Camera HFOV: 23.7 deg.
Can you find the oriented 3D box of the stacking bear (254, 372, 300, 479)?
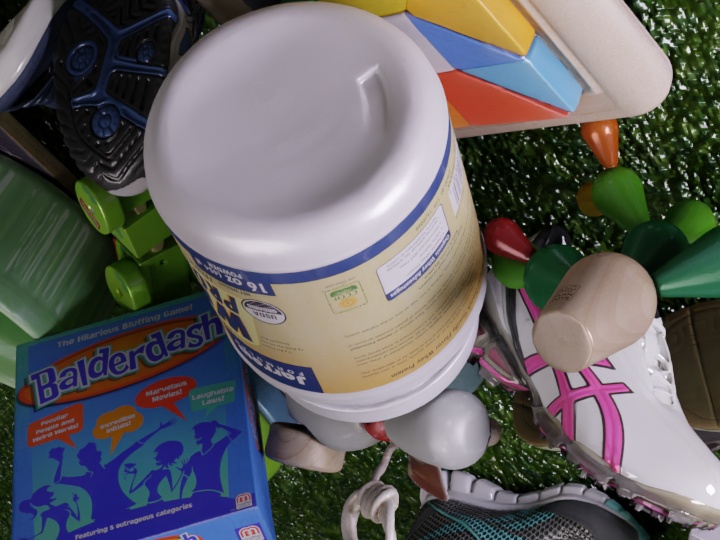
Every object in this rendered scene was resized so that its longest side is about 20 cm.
[{"bbox_3d":[-0.108,0.123,1.154,0.114,0.200,0.121,46,147,-12],"label":"stacking bear"}]

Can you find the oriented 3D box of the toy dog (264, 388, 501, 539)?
[{"bbox_3d":[0.022,0.085,1.005,0.200,0.096,0.132,43,120,51],"label":"toy dog"}]

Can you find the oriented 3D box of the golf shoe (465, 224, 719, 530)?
[{"bbox_3d":[0.127,0.052,0.891,0.073,0.092,0.200,20,-161,-47],"label":"golf shoe"}]

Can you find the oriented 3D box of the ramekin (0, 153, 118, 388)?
[{"bbox_3d":[-0.263,-0.004,1.213,0.200,0.098,0.200,26,157,11],"label":"ramekin"}]

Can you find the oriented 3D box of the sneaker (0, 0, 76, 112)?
[{"bbox_3d":[-0.157,-0.113,0.952,0.075,0.200,0.085,-42,101,18],"label":"sneaker"}]

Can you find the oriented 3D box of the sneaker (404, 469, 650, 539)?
[{"bbox_3d":[0.105,0.192,1.136,0.200,0.091,0.078,-3,131,45],"label":"sneaker"}]

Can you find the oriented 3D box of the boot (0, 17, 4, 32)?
[{"bbox_3d":[-0.262,-0.187,1.060,0.200,0.070,0.146,8,143,40],"label":"boot"}]

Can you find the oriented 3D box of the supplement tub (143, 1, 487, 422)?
[{"bbox_3d":[-0.014,-0.021,0.853,0.144,0.145,0.200,21,157,24],"label":"supplement tub"}]

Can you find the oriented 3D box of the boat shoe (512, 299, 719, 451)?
[{"bbox_3d":[0.180,0.065,0.938,0.200,0.072,0.066,-16,153,37],"label":"boat shoe"}]

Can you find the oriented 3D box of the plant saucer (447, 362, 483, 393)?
[{"bbox_3d":[0.000,0.000,1.051,0.201,0.039,0.201,26,146,19],"label":"plant saucer"}]

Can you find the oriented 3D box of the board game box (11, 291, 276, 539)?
[{"bbox_3d":[-0.138,0.106,1.062,0.152,0.200,0.045,-17,130,3],"label":"board game box"}]

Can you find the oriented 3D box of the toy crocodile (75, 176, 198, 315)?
[{"bbox_3d":[-0.145,-0.032,1.128,0.062,0.067,0.200,40,153,39],"label":"toy crocodile"}]

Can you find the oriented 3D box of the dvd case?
[{"bbox_3d":[-0.280,-0.114,1.132,0.148,0.016,0.200,24,169,21],"label":"dvd case"}]

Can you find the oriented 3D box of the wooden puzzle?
[{"bbox_3d":[0.023,-0.119,0.832,0.200,0.037,0.185,-8,140,41],"label":"wooden puzzle"}]

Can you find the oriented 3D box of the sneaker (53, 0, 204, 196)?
[{"bbox_3d":[-0.110,-0.122,0.890,0.076,0.201,0.077,-17,146,23],"label":"sneaker"}]

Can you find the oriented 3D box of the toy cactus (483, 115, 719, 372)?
[{"bbox_3d":[0.134,-0.008,0.812,0.199,0.165,0.103,6,115,33],"label":"toy cactus"}]

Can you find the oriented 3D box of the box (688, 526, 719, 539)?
[{"bbox_3d":[0.258,0.216,1.046,0.116,0.060,0.200,21,143,25],"label":"box"}]
